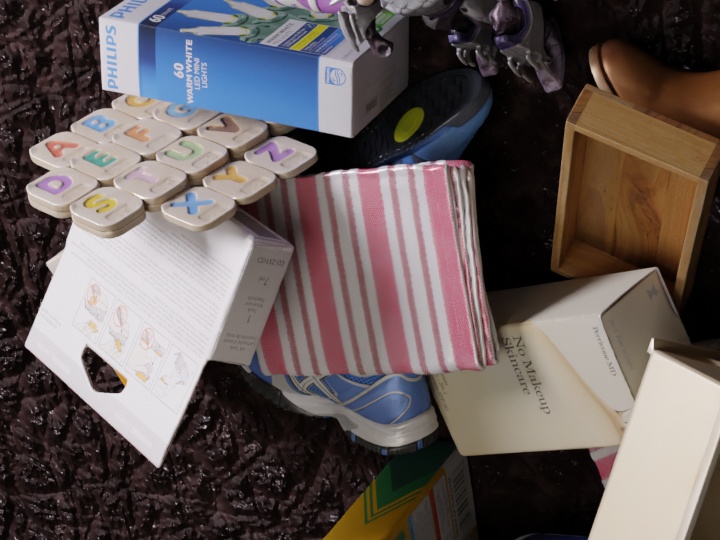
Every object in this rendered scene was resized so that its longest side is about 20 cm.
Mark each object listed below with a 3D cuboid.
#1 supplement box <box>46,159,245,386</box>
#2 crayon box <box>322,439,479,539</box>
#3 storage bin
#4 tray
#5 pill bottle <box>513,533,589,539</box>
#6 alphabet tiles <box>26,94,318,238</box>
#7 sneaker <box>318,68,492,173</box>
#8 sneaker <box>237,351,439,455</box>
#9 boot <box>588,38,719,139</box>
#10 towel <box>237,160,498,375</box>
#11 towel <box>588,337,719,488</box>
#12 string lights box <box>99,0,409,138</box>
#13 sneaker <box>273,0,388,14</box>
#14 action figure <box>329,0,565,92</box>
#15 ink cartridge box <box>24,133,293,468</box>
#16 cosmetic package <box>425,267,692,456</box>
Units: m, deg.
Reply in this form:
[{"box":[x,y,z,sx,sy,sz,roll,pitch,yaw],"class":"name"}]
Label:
[{"box":[-0.127,-0.005,1.649,0.199,0.074,0.127,-28,99,34],"class":"supplement box"},{"box":[0.027,0.228,1.611,0.051,0.200,0.127,2,115,26],"class":"crayon box"},{"box":[0.257,0.165,1.432,0.094,0.197,0.202,28,103,53],"class":"storage bin"},{"box":[0.183,-0.041,1.440,0.098,0.037,0.200,24,156,14],"class":"tray"},{"box":[0.159,0.254,1.583,0.199,0.116,0.117,-3,114,43],"class":"pill bottle"},{"box":[-0.135,-0.085,1.527,0.195,0.199,0.015,23,135,40],"class":"alphabet tiles"},{"box":[0.035,-0.068,1.553,0.078,0.066,0.200,34,123,-25],"class":"sneaker"},{"box":[-0.017,0.069,1.614,0.199,0.075,0.078,19,123,40],"class":"sneaker"},{"box":[0.262,-0.122,1.402,0.199,0.074,0.155,37,125,-7],"class":"boot"},{"box":[0.000,0.000,1.514,0.198,0.030,0.148,-3,101,32],"class":"towel"},{"box":[0.242,0.149,1.570,0.145,0.030,0.201,-15,107,31],"class":"towel"},{"box":[-0.075,-0.154,1.531,0.198,0.103,0.059,12,120,20],"class":"string lights box"},{"box":[-0.045,-0.265,1.425,0.113,0.073,0.202,6,118,27],"class":"sneaker"},{"box":[0.059,-0.172,1.397,0.129,0.199,0.070,-1,79,34],"class":"action figure"},{"box":[-0.149,0.020,1.543,0.200,0.044,0.177,35,108,44],"class":"ink cartridge box"},{"box":[0.138,0.067,1.518,0.199,0.073,0.104,-11,109,52],"class":"cosmetic package"}]
